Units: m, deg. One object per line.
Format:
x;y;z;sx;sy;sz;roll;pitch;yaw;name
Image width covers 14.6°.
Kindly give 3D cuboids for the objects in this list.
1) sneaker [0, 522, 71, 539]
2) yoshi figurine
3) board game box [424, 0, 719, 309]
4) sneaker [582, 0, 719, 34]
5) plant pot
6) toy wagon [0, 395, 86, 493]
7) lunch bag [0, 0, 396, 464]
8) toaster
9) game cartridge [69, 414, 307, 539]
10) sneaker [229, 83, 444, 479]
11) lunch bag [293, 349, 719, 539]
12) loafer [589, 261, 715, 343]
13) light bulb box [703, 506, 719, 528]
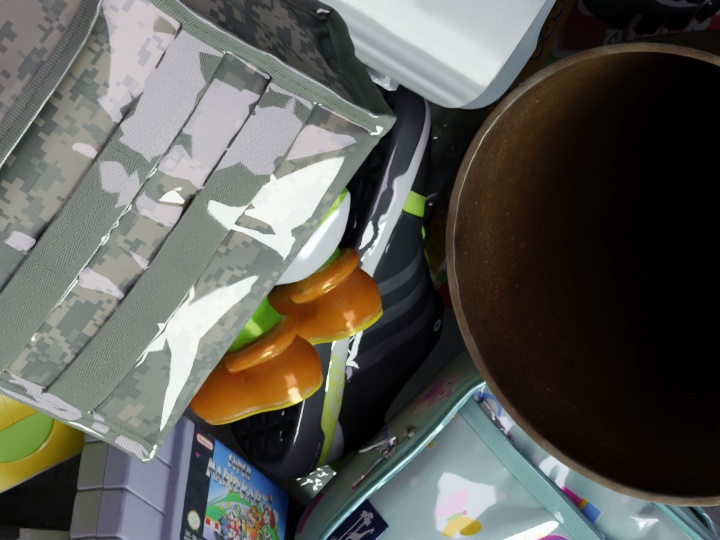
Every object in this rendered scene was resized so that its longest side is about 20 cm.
-0.157;0.146;1.181;0.199;0.081;0.074;12;155;-36;sneaker
-0.078;-0.044;1.107;0.112;0.112;0.201;-27;110;-6;yoshi figurine
0.099;-0.061;1.248;0.095;0.030;0.201;14;113;-35;board game box
0.164;-0.172;1.184;0.199;0.078;0.091;-32;85;-19;sneaker
0.161;-0.025;1.176;0.200;0.186;0.188;-32;141;-57;plant pot
-0.168;0.005;1.131;0.155;0.040;0.201;-27;128;-13;toy wagon
-0.116;-0.055;0.973;0.199;0.118;0.164;29;108;-26;lunch bag
0.027;-0.169;1.086;0.129;0.114;0.201;20;109;-34;toaster
-0.062;0.145;1.207;0.200;0.038;0.130;42;52;-53;game cartridge
0.000;0.000;1.213;0.082;0.072;0.201;-8;128;-39;sneaker
0.077;0.135;1.214;0.200;0.077;0.160;44;100;-8;lunch bag
0.160;0.017;1.300;0.199;0.072;0.063;-7;144;-39;loafer
0.152;0.189;1.365;0.198;0.125;0.200;30;102;-39;light bulb box
